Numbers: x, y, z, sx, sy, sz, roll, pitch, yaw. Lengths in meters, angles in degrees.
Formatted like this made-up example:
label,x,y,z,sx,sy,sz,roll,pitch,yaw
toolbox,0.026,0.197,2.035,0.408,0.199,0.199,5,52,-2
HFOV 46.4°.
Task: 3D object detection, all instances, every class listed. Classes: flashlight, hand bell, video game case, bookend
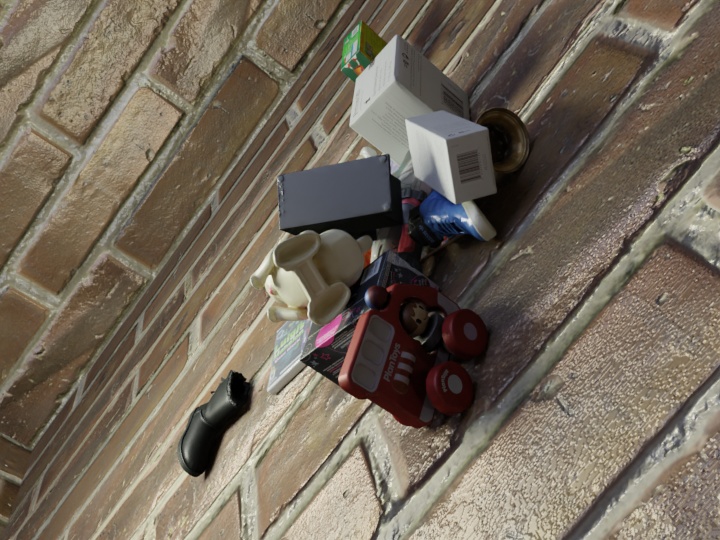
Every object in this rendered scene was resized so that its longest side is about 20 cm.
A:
label,x,y,z,sx,sy,sz,roll,pitch,yaw
flashlight,0.076,-0.055,1.417,0.067,0.068,0.201,-7,40,21
hand bell,0.184,-0.193,1.403,0.105,0.104,0.200,-62,16,-16
video game case,-0.114,0.128,1.684,0.200,0.023,0.183,-45,23,28
bookend,-0.006,-0.108,1.397,0.198,0.198,0.093,-8,79,24

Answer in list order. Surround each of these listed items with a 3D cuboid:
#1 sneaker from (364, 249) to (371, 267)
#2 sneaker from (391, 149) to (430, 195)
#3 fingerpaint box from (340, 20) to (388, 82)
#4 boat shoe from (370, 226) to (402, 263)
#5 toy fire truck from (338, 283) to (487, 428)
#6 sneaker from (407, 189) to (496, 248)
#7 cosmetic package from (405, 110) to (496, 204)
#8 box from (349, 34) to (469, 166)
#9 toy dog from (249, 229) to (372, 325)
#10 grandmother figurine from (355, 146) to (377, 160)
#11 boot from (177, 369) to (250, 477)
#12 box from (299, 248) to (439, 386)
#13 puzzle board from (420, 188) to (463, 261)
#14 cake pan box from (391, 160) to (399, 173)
label,x,y,z,sx,sy,sz,roll,pitch,yaw
sneaker,0.000,0.000,1.546,0.073,0.077,0.201,-24,36,57
sneaker,0.082,-0.147,1.519,0.200,0.080,0.071,-45,21,13
fingerpaint box,0.037,-0.501,2.066,0.073,0.166,0.201,-41,26,27
boat shoe,0.051,-0.017,1.463,0.065,0.072,0.201,-23,37,48
toy fire truck,0.065,0.102,1.119,0.112,0.167,0.202,-28,34,50
sneaker,0.134,-0.069,1.312,0.111,0.077,0.200,-39,27,6
cosmetic package,0.137,-0.180,1.307,0.070,0.103,0.200,-16,22,-10
box,0.097,-0.305,1.599,0.131,0.199,0.200,-42,25,30
toy dog,-0.089,-0.003,1.354,0.194,0.140,0.200,-45,12,-24
grandmother figurine,-0.016,-0.163,1.711,0.121,0.060,0.202,1,61,57
boot,-0.304,0.316,1.771,0.162,0.073,0.199,-43,24,24
box,0.016,0.084,1.332,0.200,0.114,0.133,-37,25,41
puzzle board,0.146,-0.111,1.467,0.150,0.017,0.201,-33,31,46
cake pan box,0.045,-0.139,1.685,0.184,0.052,0.201,-39,27,34
